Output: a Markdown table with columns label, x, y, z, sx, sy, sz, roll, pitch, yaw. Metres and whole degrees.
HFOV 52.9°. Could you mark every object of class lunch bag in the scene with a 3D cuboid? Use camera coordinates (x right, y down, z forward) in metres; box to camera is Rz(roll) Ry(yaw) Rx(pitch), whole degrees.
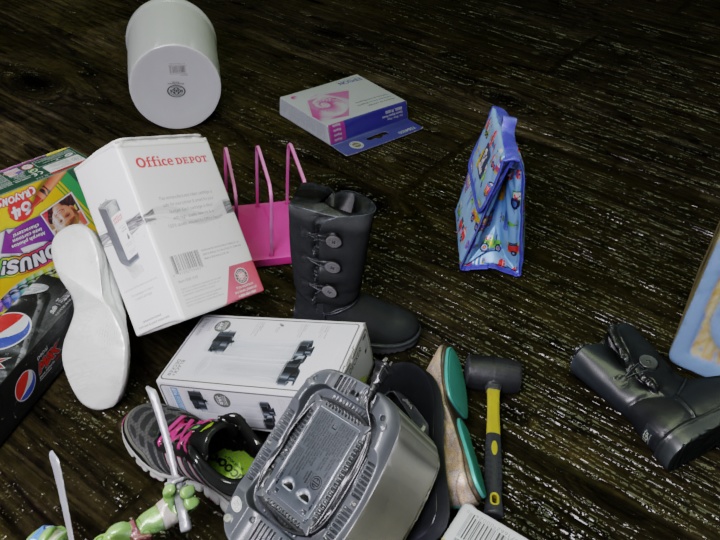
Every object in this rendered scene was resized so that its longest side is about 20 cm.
| label | x | y | z | sx | sy | sz | roll | pitch | yaw |
| --- | --- | --- | --- | --- | --- | --- | --- | --- | --- |
| lunch bag | 0.194 | -0.119 | 1.010 | 0.093 | 0.201 | 0.151 | 6 | 37 | 0 |

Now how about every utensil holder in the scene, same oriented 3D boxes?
| label | x | y | z | sx | sy | sz | roll | pitch | yaw |
| --- | --- | --- | --- | --- | --- | --- | --- | --- | --- |
| utensil holder | -0.338 | -0.373 | 1.309 | 0.168 | 0.171 | 0.201 | -5 | 42 | -13 |

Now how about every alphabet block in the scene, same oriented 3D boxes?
| label | x | y | z | sx | sy | sz | roll | pitch | yaw |
| --- | --- | --- | --- | --- | --- | --- | --- | --- | --- |
| alphabet block | 0.510 | 0.022 | 0.870 | 0.194 | 0.198 | 0.200 | 25 | 42 | 22 |

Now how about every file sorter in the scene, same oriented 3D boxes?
| label | x | y | z | sx | sy | sz | roll | pitch | yaw |
| --- | --- | --- | --- | --- | --- | --- | --- | --- | --- |
| file sorter | -0.178 | -0.092 | 0.995 | 0.198 | 0.126 | 0.139 | -7 | 39 | -15 |

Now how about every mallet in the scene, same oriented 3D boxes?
| label | x | y | z | sx | sy | sz | roll | pitch | yaw |
| --- | --- | --- | --- | --- | --- | --- | --- | --- | --- |
| mallet | 0.132 | 0.169 | 0.773 | 0.065 | 0.041 | 0.201 | 12 | 42 | 9 |

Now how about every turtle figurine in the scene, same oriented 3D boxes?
| label | x | y | z | sx | sy | sz | roll | pitch | yaw |
| --- | --- | --- | --- | --- | --- | --- | --- | --- | --- |
| turtle figurine | -0.163 | 0.221 | 0.561 | 0.193 | 0.144 | 0.201 | 30 | 80 | 5 |

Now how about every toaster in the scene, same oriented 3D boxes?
| label | x | y | z | sx | sy | sz | roll | pitch | yaw |
| --- | --- | --- | --- | --- | --- | --- | --- | --- | --- |
| toaster | -0.013 | 0.178 | 0.619 | 0.113 | 0.129 | 0.201 | 22 | 75 | 37 |

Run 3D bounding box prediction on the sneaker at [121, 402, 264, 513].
| label | x | y | z | sx | sy | sz | roll | pitch | yaw |
| --- | --- | --- | --- | --- | --- | --- | --- | --- | --- |
| sneaker | -0.150 | 0.168 | 0.696 | 0.199 | 0.088 | 0.074 | 24 | 41 | 23 |

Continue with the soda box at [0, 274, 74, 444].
| label | x | y | z | sx | sy | sz | roll | pitch | yaw |
| --- | --- | --- | --- | --- | --- | --- | --- | --- | --- |
| soda box | -0.368 | 0.092 | 0.782 | 0.063 | 0.071 | 0.201 | 11 | 38 | 9 |

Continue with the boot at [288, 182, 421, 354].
| label | x | y | z | sx | sy | sz | roll | pitch | yaw |
| --- | --- | --- | --- | --- | --- | --- | --- | --- | --- |
| boot | -0.001 | 0.000 | 0.835 | 0.163 | 0.201 | 0.066 | 4 | 37 | -1 |

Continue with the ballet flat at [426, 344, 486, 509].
| label | x | y | z | sx | sy | sz | roll | pitch | yaw |
| --- | --- | --- | --- | --- | --- | --- | --- | --- | --- |
| ballet flat | 0.080 | 0.159 | 0.757 | 0.067 | 0.068 | 0.201 | -22 | 34 | 15 |

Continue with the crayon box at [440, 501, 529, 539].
| label | x | y | z | sx | sy | sz | roll | pitch | yaw |
| --- | --- | --- | --- | --- | --- | --- | --- | --- | --- |
| crayon box | 0.090 | 0.301 | 0.583 | 0.126 | 0.051 | 0.200 | 25 | 42 | 24 |

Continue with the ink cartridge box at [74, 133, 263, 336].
| label | x | y | z | sx | sy | sz | roll | pitch | yaw |
| --- | --- | --- | --- | --- | --- | --- | --- | --- | --- |
| ink cartridge box | -0.214 | -0.045 | 0.822 | 0.084 | 0.202 | 0.145 | -19 | 1 | 32 |

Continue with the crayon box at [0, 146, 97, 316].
| label | x | y | z | sx | sy | sz | roll | pitch | yaw |
| --- | --- | --- | --- | --- | --- | --- | --- | --- | --- |
| crayon box | -0.399 | -0.027 | 0.848 | 0.058 | 0.174 | 0.199 | 27 | 43 | 31 |

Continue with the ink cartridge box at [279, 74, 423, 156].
| label | x | y | z | sx | sy | sz | roll | pitch | yaw |
| --- | --- | --- | --- | --- | --- | --- | --- | --- | --- |
| ink cartridge box | -0.016 | -0.294 | 1.342 | 0.195 | 0.044 | 0.199 | -26 | 46 | -34 |

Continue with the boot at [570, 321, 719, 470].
| label | x | y | z | sx | sy | sz | roll | pitch | yaw |
| --- | --- | --- | --- | --- | --- | --- | --- | --- | --- |
| boot | 0.361 | 0.118 | 0.826 | 0.198 | 0.077 | 0.169 | -19 | 47 | -19 |

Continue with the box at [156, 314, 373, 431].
| label | x | y | z | sx | sy | sz | roll | pitch | yaw |
| --- | --- | --- | --- | --- | --- | --- | --- | --- | --- |
| box | -0.097 | 0.108 | 0.764 | 0.198 | 0.061 | 0.117 | 0 | 35 | 19 |

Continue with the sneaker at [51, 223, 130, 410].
| label | x | y | z | sx | sy | sz | roll | pitch | yaw |
| --- | --- | --- | --- | --- | --- | --- | --- | --- | --- |
| sneaker | -0.284 | 0.051 | 0.805 | 0.074 | 0.088 | 0.202 | -11 | 82 | 5 |

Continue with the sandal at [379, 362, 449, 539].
| label | x | y | z | sx | sy | sz | roll | pitch | yaw |
| --- | --- | --- | --- | --- | --- | --- | --- | --- | --- |
| sandal | 0.047 | 0.164 | 0.707 | 0.043 | 0.076 | 0.201 | 31 | 29 | -28 |
